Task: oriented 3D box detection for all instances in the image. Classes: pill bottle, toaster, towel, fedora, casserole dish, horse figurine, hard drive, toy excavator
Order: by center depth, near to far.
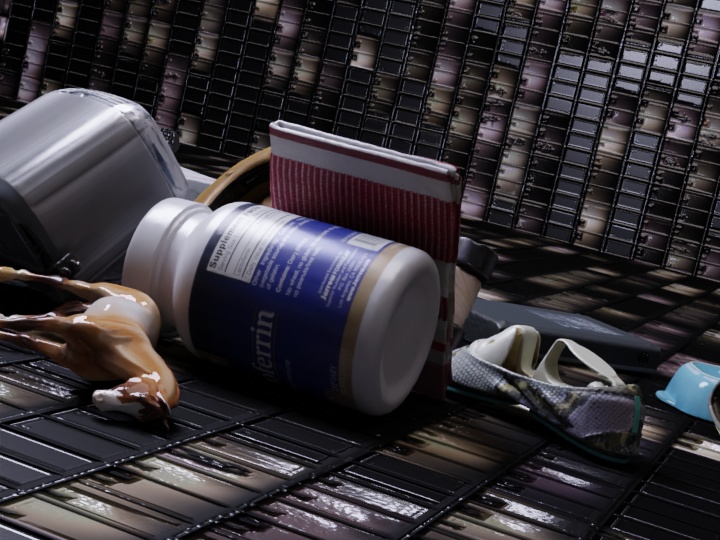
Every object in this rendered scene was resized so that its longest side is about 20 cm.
[{"bbox_3d":[-0.170,0.037,0.809,0.132,0.050,0.200,12,7,-6],"label":"horse figurine"},{"bbox_3d":[-0.056,0.018,0.905,0.200,0.116,0.116,16,7,22],"label":"pill bottle"},{"bbox_3d":[0.002,-0.006,0.946,0.144,0.200,0.023,16,40,20],"label":"towel"},{"bbox_3d":[-0.219,-0.060,0.975,0.129,0.114,0.200,-41,31,-23],"label":"toaster"},{"bbox_3d":[-0.079,-0.025,1.144,0.200,0.201,0.082,22,-25,53],"label":"fedora"},{"bbox_3d":[0.371,0.122,1.202,0.199,0.039,0.121,12,6,1],"label":"casserole dish"},{"bbox_3d":[0.000,0.000,1.212,0.194,0.100,0.200,28,-13,-14],"label":"toy excavator"},{"bbox_3d":[0.183,0.062,1.340,0.199,0.033,0.140,10,8,-28],"label":"hard drive"}]

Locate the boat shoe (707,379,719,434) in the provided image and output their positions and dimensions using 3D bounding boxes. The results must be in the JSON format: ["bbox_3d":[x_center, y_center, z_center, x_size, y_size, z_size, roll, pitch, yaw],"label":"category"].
[{"bbox_3d":[0.313,0.114,1.027,0.060,0.072,0.202,12,1,7],"label":"boat shoe"}]

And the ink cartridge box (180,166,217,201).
[{"bbox_3d":[-0.248,-0.081,1.464,0.145,0.084,0.200,8,9,-41],"label":"ink cartridge box"}]

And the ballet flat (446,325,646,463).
[{"bbox_3d":[0.129,0.078,0.971,0.072,0.072,0.200,7,9,-42],"label":"ballet flat"}]

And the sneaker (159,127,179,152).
[{"bbox_3d":[-0.465,-0.260,2.635,0.199,0.071,0.093,9,-10,-16],"label":"sneaker"}]
